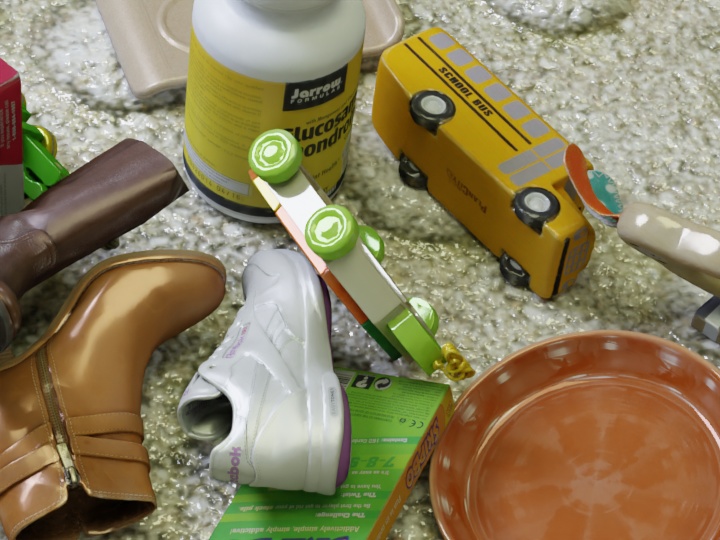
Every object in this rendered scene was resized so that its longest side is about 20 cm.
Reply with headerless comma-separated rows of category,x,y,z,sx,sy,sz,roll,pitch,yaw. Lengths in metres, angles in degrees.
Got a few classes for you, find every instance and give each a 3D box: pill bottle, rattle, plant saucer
pill bottle,-0.055,-0.135,1.656,0.111,0.201,0.113,4,47,-4
rattle,0.193,0.026,1.616,0.199,0.144,0.130,23,13,2
plant saucer,0.141,0.124,1.537,0.199,0.032,0.201,-7,50,9

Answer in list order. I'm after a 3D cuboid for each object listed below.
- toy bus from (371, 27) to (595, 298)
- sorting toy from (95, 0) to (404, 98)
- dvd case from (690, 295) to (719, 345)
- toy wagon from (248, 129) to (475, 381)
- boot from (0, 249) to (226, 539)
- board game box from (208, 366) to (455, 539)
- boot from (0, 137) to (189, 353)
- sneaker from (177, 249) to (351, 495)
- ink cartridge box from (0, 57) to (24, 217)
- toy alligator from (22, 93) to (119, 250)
toy bus,0.086,-0.073,1.715,0.078,0.065,0.200,-26,56,-30
sorting toy,-0.088,-0.201,1.829,0.199,0.037,0.186,-13,51,-14
dvd case,0.337,0.046,1.676,0.200,0.016,0.149,35,53,22
toy wagon,0.000,0.000,1.582,0.039,0.155,0.200,-38,58,3
boot,-0.149,0.080,1.538,0.199,0.074,0.155,-23,53,-11
board game box,-0.025,0.135,1.516,0.095,0.030,0.200,8,42,25
boot,-0.173,-0.021,1.533,0.199,0.065,0.186,-27,20,-25
sneaker,-0.063,0.053,1.534,0.099,0.075,0.201,-1,37,-9
ink cartridge box,-0.306,-0.044,1.573,0.083,0.146,0.200,38,53,26
toy alligator,-0.229,-0.071,1.679,0.054,0.059,0.200,-44,65,13
